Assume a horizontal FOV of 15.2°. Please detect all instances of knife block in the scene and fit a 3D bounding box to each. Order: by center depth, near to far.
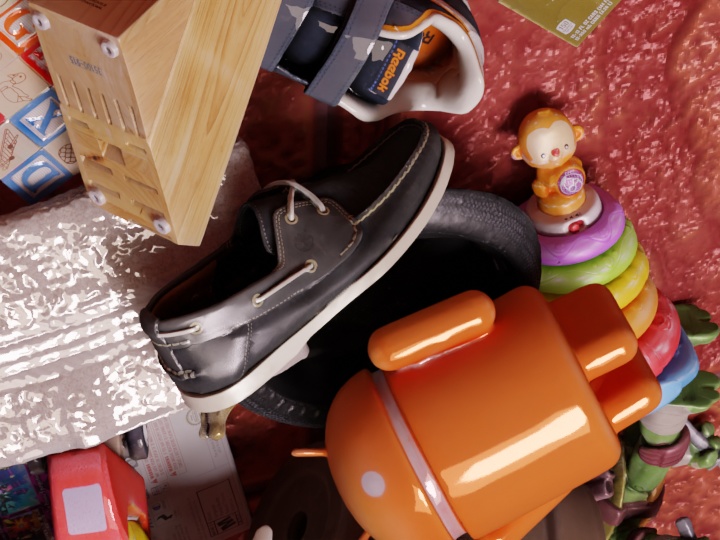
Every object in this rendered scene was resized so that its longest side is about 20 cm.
[{"bbox_3d":[-0.076,-0.138,1.336,0.176,0.064,0.201,-45,142,-29],"label":"knife block"}]

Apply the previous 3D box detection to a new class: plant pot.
[{"bbox_3d":[0.026,0.189,1.672,0.174,0.201,0.200,23,119,-29],"label":"plant pot"}]

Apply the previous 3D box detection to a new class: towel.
[{"bbox_3d":[-0.134,0.019,1.414,0.199,0.034,0.133,-20,110,-11],"label":"towel"}]

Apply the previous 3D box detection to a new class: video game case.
[{"bbox_3d":[-0.168,0.116,1.612,0.180,0.036,0.201,-21,137,-6],"label":"video game case"}]

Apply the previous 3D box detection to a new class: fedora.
[{"bbox_3d":[0.000,0.000,1.539,0.199,0.092,0.201,-13,136,-13],"label":"fedora"}]

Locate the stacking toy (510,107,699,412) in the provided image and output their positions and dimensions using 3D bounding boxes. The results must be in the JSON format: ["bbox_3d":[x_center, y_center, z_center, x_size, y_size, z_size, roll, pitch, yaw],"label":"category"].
[{"bbox_3d":[0.127,-0.012,1.597,0.115,0.110,0.201,-18,126,-5],"label":"stacking toy"}]

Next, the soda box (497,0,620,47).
[{"bbox_3d":[0.147,-0.218,1.418,0.068,0.064,0.200,24,118,-40],"label":"soda box"}]

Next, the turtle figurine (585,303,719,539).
[{"bbox_3d":[0.219,0.131,1.741,0.144,0.199,0.195,-38,146,-41],"label":"turtle figurine"}]

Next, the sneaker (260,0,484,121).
[{"bbox_3d":[-0.017,-0.132,1.414,0.199,0.080,0.079,9,128,-30],"label":"sneaker"}]

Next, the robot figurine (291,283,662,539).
[{"bbox_3d":[0.066,0.086,1.498,0.199,0.117,0.144,-27,161,2],"label":"robot figurine"}]

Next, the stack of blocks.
[{"bbox_3d":[-0.186,-0.132,1.345,0.115,0.059,0.200,-35,137,11],"label":"stack of blocks"}]

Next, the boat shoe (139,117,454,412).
[{"bbox_3d":[-0.030,-0.016,1.390,0.200,0.072,0.068,-43,118,-18],"label":"boat shoe"}]

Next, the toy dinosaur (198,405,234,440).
[{"bbox_3d":[-0.129,0.003,1.492,0.101,0.201,0.058,-23,-172,36],"label":"toy dinosaur"}]

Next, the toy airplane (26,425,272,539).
[{"bbox_3d":[-0.143,0.190,1.563,0.198,0.142,0.200,25,129,-32],"label":"toy airplane"}]
